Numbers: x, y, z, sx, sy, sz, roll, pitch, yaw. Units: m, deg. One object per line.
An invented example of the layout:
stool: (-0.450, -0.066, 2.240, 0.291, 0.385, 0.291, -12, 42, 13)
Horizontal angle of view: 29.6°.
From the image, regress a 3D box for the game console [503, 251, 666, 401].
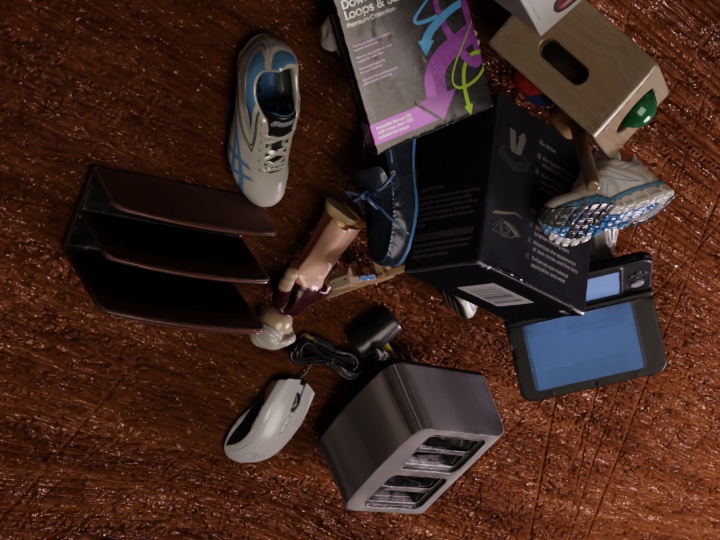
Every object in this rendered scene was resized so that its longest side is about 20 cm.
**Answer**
game console: (0.288, 0.075, 1.750, 0.198, 0.118, 0.176, -14, 159, 6)

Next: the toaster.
toaster: (0.059, 0.207, 1.727, 0.199, 0.119, 0.181, 12, 129, -41)

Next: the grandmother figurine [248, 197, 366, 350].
grandmother figurine: (-0.063, 0.010, 1.579, 0.121, 0.061, 0.201, 12, 118, -53)

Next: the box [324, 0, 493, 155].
box: (0.047, -0.238, 1.388, 0.142, 0.036, 0.202, -24, 111, -15)

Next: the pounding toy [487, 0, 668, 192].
pounding toy: (0.238, -0.192, 1.471, 0.142, 0.200, 0.184, -48, 165, 9)

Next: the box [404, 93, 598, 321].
box: (0.165, -0.066, 1.556, 0.196, 0.117, 0.202, 24, 68, -41)

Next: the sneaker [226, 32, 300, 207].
sneaker: (-0.098, -0.147, 1.430, 0.071, 0.073, 0.202, -15, 130, -24)

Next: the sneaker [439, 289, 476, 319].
sneaker: (0.139, -0.036, 1.667, 0.115, 0.075, 0.201, -36, 144, -11)

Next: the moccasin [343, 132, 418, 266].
moccasin: (0.017, -0.106, 1.501, 0.068, 0.080, 0.202, 2, 86, -39)

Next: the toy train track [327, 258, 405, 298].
toy train track: (0.000, 0.000, 1.549, 0.114, 0.033, 0.200, -20, 177, 15)

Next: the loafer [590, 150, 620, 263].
loafer: (0.310, -0.066, 1.743, 0.069, 0.070, 0.201, -22, 134, -13)

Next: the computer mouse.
computer mouse: (-0.090, 0.171, 1.688, 0.109, 0.044, 0.201, 28, 105, -43)

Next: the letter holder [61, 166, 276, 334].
letter holder: (-0.187, -0.016, 1.421, 0.198, 0.142, 0.101, 9, 118, -36)

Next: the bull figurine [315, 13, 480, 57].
bull figurine: (0.046, -0.240, 1.442, 0.200, 0.065, 0.122, 38, 95, -33)

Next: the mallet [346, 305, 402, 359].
mallet: (0.037, 0.126, 1.742, 0.065, 0.041, 0.201, -31, 137, -8)

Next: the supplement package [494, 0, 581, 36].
supplement package: (0.144, -0.365, 1.359, 0.111, 0.156, 0.200, -41, 134, 1)

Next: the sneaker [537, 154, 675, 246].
sneaker: (0.262, -0.088, 1.542, 0.199, 0.087, 0.075, -12, 151, -40)
